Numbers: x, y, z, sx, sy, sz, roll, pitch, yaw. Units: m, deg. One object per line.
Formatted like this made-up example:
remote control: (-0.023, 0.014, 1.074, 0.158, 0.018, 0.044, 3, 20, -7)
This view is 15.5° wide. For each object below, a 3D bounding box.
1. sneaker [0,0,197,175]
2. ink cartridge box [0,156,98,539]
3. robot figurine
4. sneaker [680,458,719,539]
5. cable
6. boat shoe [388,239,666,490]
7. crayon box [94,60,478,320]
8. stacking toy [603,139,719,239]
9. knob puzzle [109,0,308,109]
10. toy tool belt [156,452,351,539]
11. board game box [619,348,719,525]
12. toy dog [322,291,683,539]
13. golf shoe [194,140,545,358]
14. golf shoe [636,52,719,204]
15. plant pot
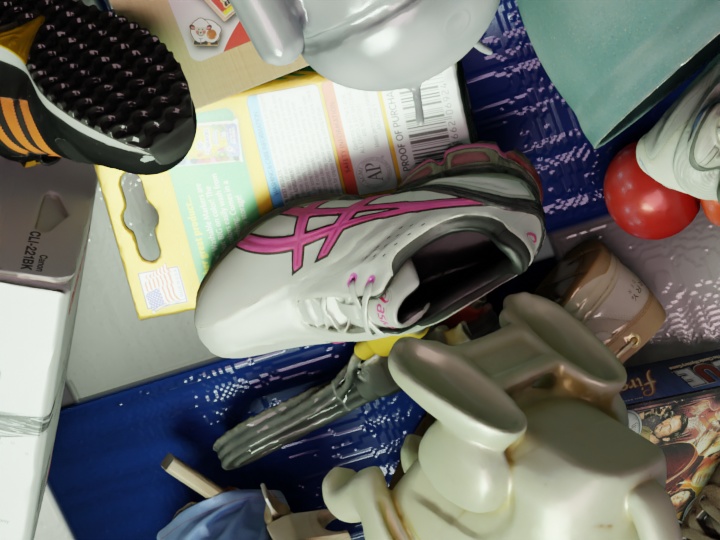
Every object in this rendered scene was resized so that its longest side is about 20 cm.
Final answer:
sneaker: (-0.153, -0.085, 1.351, 0.200, 0.070, 0.090, 30, 143, 32)
ink cartridge box: (-0.200, 0.051, 1.424, 0.083, 0.145, 0.201, 11, 119, -5)
robot figurine: (-0.005, -0.171, 1.281, 0.113, 0.169, 0.201, -9, 118, 57)
sneaker: (0.196, 0.174, 1.468, 0.075, 0.070, 0.201, -16, 131, -35)
cable: (0.000, 0.050, 1.477, 0.200, 0.097, 0.051, -28, 85, 36)
boat shoe: (0.092, 0.077, 1.471, 0.069, 0.074, 0.200, 35, 112, -13)
crayon box: (-0.036, -0.054, 1.415, 0.199, 0.052, 0.126, -10, 118, 6)
stacking toy: (0.227, -0.056, 1.398, 0.199, 0.086, 0.086, -12, 118, 15)
knob puzzle: (-0.057, -0.201, 1.343, 0.218, 0.030, 0.221, -1, 106, -4)
toy tool belt: (-0.053, 0.185, 1.462, 0.125, 0.200, 0.123, -35, 125, -4)
board game box: (0.149, 0.142, 1.488, 0.135, 0.035, 0.201, -10, 127, -33)
toy dog: (0.074, 0.141, 1.376, 0.193, 0.139, 0.201, 35, 124, 17)
golf shoe: (0.000, 0.000, 1.364, 0.199, 0.092, 0.073, -24, 117, 15)
golf shoe: (0.218, -0.110, 1.349, 0.200, 0.097, 0.079, -38, 111, -22)
plant pot: (0.148, -0.174, 1.280, 0.200, 0.200, 0.134, -41, 86, 21)
